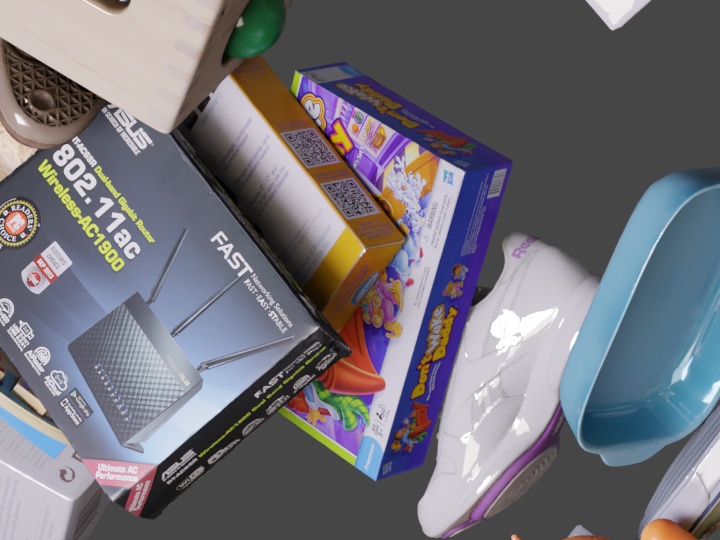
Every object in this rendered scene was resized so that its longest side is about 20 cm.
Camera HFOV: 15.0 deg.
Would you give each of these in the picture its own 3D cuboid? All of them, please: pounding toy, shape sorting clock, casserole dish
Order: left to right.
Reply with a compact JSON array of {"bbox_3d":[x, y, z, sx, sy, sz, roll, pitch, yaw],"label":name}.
[{"bbox_3d":[-0.212,0.037,1.609,0.200,0.200,0.039,41,104,0],"label":"shape sorting clock"},{"bbox_3d":[-0.092,-0.194,1.500,0.200,0.184,0.142,31,128,7],"label":"pounding toy"},{"bbox_3d":[0.173,0.018,1.520,0.039,0.121,0.201,42,123,38],"label":"casserole dish"}]

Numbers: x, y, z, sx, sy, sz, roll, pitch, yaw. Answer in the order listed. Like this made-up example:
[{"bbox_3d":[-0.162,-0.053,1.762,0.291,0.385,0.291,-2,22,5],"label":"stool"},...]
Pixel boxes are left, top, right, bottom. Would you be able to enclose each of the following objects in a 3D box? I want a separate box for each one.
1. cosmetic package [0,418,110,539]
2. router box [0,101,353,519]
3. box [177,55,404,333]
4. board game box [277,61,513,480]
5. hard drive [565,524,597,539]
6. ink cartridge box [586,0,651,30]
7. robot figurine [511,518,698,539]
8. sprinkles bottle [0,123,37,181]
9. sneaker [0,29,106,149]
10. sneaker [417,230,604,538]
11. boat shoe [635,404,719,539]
[{"bbox_3d":[-0.251,0.099,1.698,0.200,0.074,0.102,30,141,7],"label":"cosmetic package"},{"bbox_3d":[-0.124,0.015,1.520,0.150,0.062,0.200,-41,69,4],"label":"router box"},{"bbox_3d":[-0.069,-0.048,1.572,0.200,0.041,0.119,54,130,23],"label":"box"},{"bbox_3d":[0.000,0.000,1.576,0.134,0.045,0.201,32,120,33],"label":"board game box"},{"bbox_3d":[0.170,0.264,1.619,0.200,0.027,0.132,37,81,2],"label":"hard drive"},{"bbox_3d":[0.129,-0.252,1.440,0.145,0.084,0.200,-41,93,27],"label":"ink cartridge box"},{"bbox_3d":[0.163,0.221,1.553,0.199,0.117,0.144,23,152,0],"label":"robot figurine"},{"bbox_3d":[-0.248,-0.126,1.628,0.200,0.068,0.068,45,117,-2],"label":"sprinkles bottle"},{"bbox_3d":[-0.180,-0.121,1.547,0.070,0.200,0.076,18,128,-17],"label":"sneaker"},{"bbox_3d":[0.079,0.066,1.599,0.100,0.075,0.200,39,116,20],"label":"sneaker"},{"bbox_3d":[0.231,0.098,1.549,0.062,0.072,0.200,35,116,-2],"label":"boat shoe"}]
